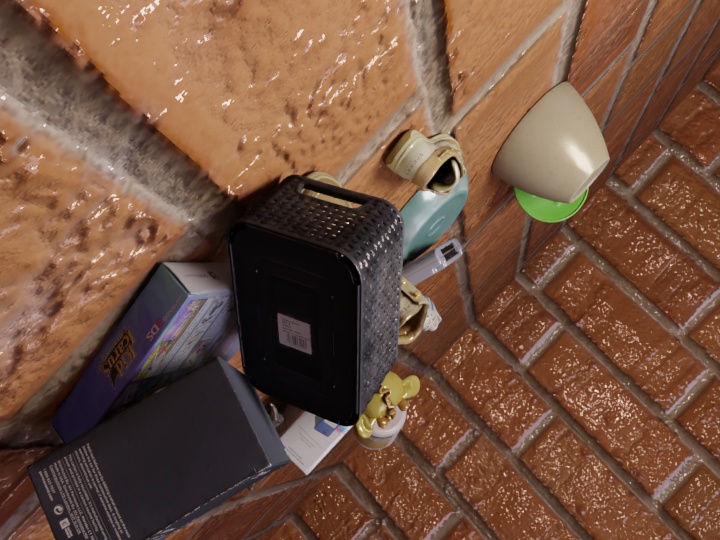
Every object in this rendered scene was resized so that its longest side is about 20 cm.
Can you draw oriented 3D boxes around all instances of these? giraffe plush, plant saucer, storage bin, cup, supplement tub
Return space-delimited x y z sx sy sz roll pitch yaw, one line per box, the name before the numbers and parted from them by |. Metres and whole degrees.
giraffe plush | 0.005 0.153 1.088 0.171 0.164 0.200 -36 -176 4
plant saucer | 0.108 -0.079 1.115 0.200 0.036 0.201 -43 165 -14
storage bin | -0.040 0.030 0.670 0.094 0.133 0.204 -49 148 -47
cup | 0.350 -0.204 1.250 0.200 0.143 0.201 -42 165 -14
supplement tub | 0.047 0.421 2.011 0.144 0.145 0.201 -38 163 -24

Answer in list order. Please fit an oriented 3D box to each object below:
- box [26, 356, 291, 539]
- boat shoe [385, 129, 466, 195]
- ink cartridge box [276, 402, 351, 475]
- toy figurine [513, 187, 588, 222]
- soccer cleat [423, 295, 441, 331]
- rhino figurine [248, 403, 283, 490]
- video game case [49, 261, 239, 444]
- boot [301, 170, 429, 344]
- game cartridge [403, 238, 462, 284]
box | -0.172 0.181 0.666 0.179 0.106 0.200 -28 168 -8
boat shoe | 0.096 -0.128 0.897 0.074 0.066 0.199 -52 164 23
ink cartridge box | -0.062 0.236 1.264 0.200 0.088 0.145 -45 -167 0
toy figurine | 0.381 -0.194 1.464 0.184 0.147 0.204 3 106 -88
soccer cleat | 0.126 0.089 1.492 0.070 0.086 0.199 -48 165 13
rhino figurine | -0.183 0.283 1.167 0.202 0.086 0.060 -58 -160 34
video game case | -0.183 0.078 0.707 0.201 0.045 0.181 -51 165 15
boot | 0.001 -0.006 0.755 0.072 0.156 0.201 -38 153 -7
game cartridge | 0.095 -0.001 1.179 0.132 0.041 0.200 -34 177 19
